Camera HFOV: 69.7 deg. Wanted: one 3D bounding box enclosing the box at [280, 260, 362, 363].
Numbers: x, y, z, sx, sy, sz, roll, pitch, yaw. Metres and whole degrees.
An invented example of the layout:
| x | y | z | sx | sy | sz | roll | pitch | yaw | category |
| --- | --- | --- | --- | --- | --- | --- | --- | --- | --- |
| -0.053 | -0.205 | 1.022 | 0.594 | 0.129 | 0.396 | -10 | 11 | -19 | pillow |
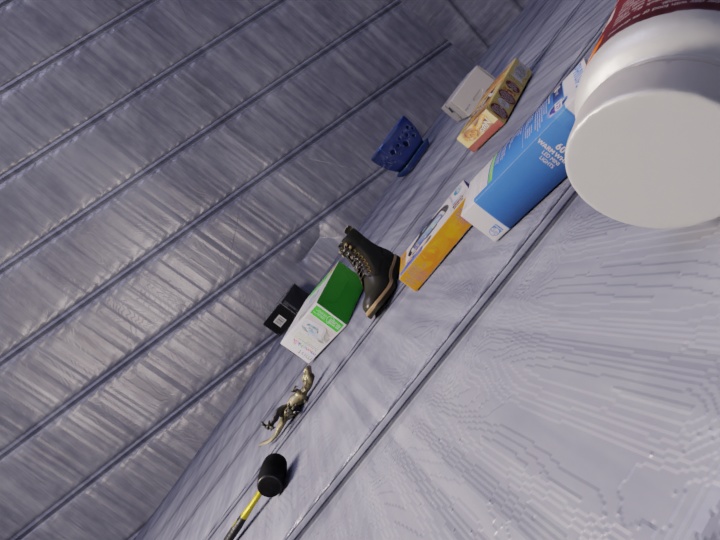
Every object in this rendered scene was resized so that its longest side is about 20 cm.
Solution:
| x | y | z | sx | sy | sz | roll | pitch | yaw | category |
| --- | --- | --- | --- | --- | --- | --- | --- | --- | --- |
| -0.090 | 0.105 | 1.312 | 0.176 | 0.097 | 0.200 | -47 | 10 | 33 | box |

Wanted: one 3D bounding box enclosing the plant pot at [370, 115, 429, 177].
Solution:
| x | y | z | sx | sy | sz | roll | pitch | yaw | category |
| --- | --- | --- | --- | --- | --- | --- | --- | --- | --- |
| 0.185 | -0.546 | 2.340 | 0.200 | 0.180 | 0.200 | -55 | 7 | -9 | plant pot |

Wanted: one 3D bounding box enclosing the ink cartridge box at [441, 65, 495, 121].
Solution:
| x | y | z | sx | sy | sz | roll | pitch | yaw | category |
| --- | --- | --- | --- | --- | --- | --- | --- | --- | --- |
| 0.366 | -0.601 | 1.771 | 0.147 | 0.086 | 0.200 | -53 | 5 | 9 | ink cartridge box |

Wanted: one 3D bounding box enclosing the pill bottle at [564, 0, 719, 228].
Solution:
| x | y | z | sx | sy | sz | roll | pitch | yaw | category |
| --- | --- | --- | --- | --- | --- | --- | --- | --- | --- |
| 0.207 | -0.129 | 0.330 | 0.200 | 0.114 | 0.114 | -57 | 7 | -29 | pill bottle |

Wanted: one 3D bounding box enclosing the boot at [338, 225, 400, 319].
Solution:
| x | y | z | sx | sy | sz | roll | pitch | yaw | category |
| --- | --- | --- | --- | --- | --- | --- | --- | --- | --- |
| 0.000 | 0.000 | 1.019 | 0.077 | 0.138 | 0.200 | -50 | 8 | 28 | boot |

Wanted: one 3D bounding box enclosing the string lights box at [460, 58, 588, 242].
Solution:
| x | y | z | sx | sy | sz | roll | pitch | yaw | category |
| --- | --- | --- | --- | --- | --- | --- | --- | --- | --- |
| 0.208 | -0.137 | 0.605 | 0.200 | 0.059 | 0.103 | -49 | 9 | 39 | string lights box |

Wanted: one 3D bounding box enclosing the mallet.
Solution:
| x | y | z | sx | sy | sz | roll | pitch | yaw | category |
| --- | --- | --- | --- | --- | --- | --- | --- | --- | --- |
| -0.176 | 0.372 | 0.809 | 0.200 | 0.041 | 0.066 | -56 | 7 | 17 | mallet |

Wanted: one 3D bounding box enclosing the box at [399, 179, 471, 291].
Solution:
| x | y | z | sx | sy | sz | roll | pitch | yaw | category |
| --- | --- | --- | --- | --- | --- | --- | --- | --- | --- |
| 0.137 | -0.069 | 0.842 | 0.200 | 0.041 | 0.119 | -54 | 6 | 18 | box |

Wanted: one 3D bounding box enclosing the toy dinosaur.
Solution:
| x | y | z | sx | sy | sz | roll | pitch | yaw | category |
| --- | --- | --- | --- | --- | --- | --- | --- | --- | --- |
| -0.150 | 0.284 | 1.028 | 0.200 | 0.047 | 0.088 | -54 | -8 | 1 | toy dinosaur |

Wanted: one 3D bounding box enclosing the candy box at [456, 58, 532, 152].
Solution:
| x | y | z | sx | sy | sz | roll | pitch | yaw | category |
| --- | --- | --- | --- | --- | --- | --- | --- | --- | --- |
| 0.302 | -0.371 | 1.162 | 0.200 | 0.055 | 0.115 | -57 | 7 | -30 | candy box |

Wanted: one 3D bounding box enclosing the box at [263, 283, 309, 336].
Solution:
| x | y | z | sx | sy | sz | roll | pitch | yaw | category |
| --- | --- | --- | --- | --- | --- | --- | --- | --- | --- |
| -0.392 | 0.209 | 2.765 | 0.200 | 0.123 | 0.198 | -47 | 10 | 34 | box |
